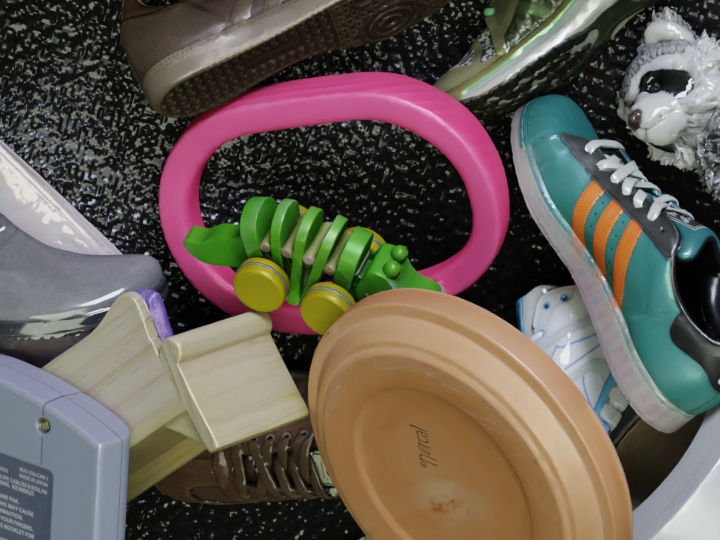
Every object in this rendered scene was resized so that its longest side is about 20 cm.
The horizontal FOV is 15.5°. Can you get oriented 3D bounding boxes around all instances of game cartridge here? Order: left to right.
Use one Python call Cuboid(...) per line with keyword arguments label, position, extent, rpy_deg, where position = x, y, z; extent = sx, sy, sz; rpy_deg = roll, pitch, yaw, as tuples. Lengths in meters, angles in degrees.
Cuboid(label="game cartridge", position=(-0.206, 0.111, 1.438), extent=(0.199, 0.041, 0.134), rpy_deg=(16, 105, 33))

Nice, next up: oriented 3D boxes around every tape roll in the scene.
Cuboid(label="tape roll", position=(0.179, 0.121, 1.448), extent=(0.071, 0.203, 0.203), rpy_deg=(39, 103, -12))

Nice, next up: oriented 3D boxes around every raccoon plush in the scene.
Cuboid(label="raccoon plush", position=(0.230, -0.074, 1.467), extent=(0.199, 0.134, 0.097), rpy_deg=(10, 119, -45))

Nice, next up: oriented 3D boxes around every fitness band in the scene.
Cuboid(label="fitness band", position=(-0.016, -0.036, 1.455), extent=(0.199, 0.037, 0.144), rpy_deg=(-7, 116, 22))

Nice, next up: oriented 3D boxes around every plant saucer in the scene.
Cuboid(label="plant saucer", position=(0.050, 0.103, 1.368), extent=(0.199, 0.032, 0.201), rpy_deg=(25, 134, 29))

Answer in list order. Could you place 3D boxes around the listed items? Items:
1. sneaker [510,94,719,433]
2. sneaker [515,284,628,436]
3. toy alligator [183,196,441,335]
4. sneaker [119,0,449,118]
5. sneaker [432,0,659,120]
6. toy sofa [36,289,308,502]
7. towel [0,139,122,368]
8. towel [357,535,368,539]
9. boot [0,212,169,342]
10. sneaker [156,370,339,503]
Cuboid(label="sneaker", position=(0.152, -0.018, 1.420), extent=(0.080, 0.071, 0.201), rpy_deg=(-37, 69, 31))
Cuboid(label="sneaker", position=(0.111, 0.058, 1.472), extent=(0.086, 0.075, 0.200), rpy_deg=(37, 66, 1))
Cuboid(label="toy alligator", position=(0.000, 0.000, 1.407), extent=(0.199, 0.059, 0.054), rpy_deg=(19, 136, 11))
Cuboid(label="sneaker", position=(-0.036, -0.156, 1.428), extent=(0.199, 0.071, 0.076), rpy_deg=(-23, 68, -11))
Cuboid(label="sneaker", position=(0.101, -0.158, 1.444), extent=(0.200, 0.077, 0.089), rpy_deg=(-39, 72, 12))
Cuboid(label="toy sofa", position=(-0.132, 0.084, 1.451), extent=(0.200, 0.083, 0.098), rpy_deg=(-35, 78, 37))
Cuboid(label="towel", position=(-0.254, 0.011, 1.496), extent=(0.200, 0.032, 0.191), rpy_deg=(-42, 102, 10))
Cuboid(label="towel", position=(0.028, 0.239, 1.540), extent=(0.199, 0.086, 0.166), rpy_deg=(-26, 105, 7))
Cuboid(label="boot", position=(-0.207, -0.030, 1.437), extent=(0.198, 0.070, 0.133), rpy_deg=(-5, 100, -4))
Cuboid(label="sneaker", position=(-0.025, 0.095, 1.493), extent=(0.199, 0.076, 0.071), rpy_deg=(-13, 106, 2))
